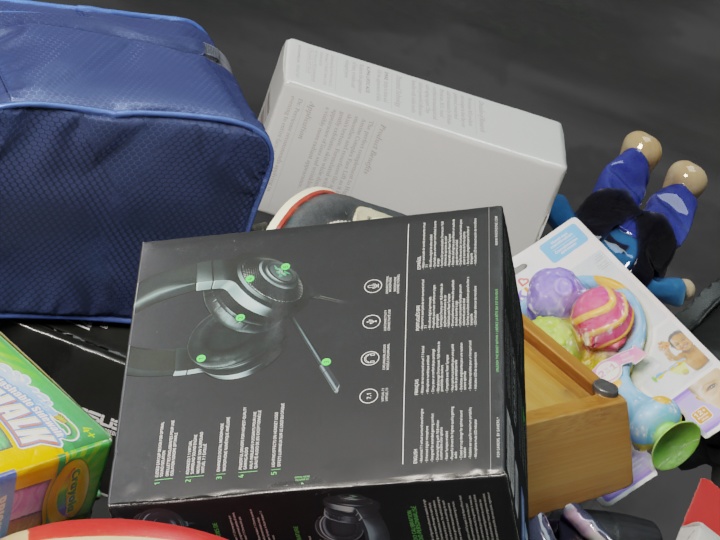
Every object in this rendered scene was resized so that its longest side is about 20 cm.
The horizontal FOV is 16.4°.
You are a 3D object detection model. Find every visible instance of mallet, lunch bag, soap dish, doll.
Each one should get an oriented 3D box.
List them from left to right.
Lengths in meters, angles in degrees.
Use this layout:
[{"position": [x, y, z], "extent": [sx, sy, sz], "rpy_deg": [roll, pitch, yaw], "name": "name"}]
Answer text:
[{"position": [-0.145, -0.063, 1.308], "extent": [0.199, 0.136, 0.133], "rpy_deg": [5, 34, -30], "name": "lunch bag"}, {"position": [0.048, 0.068, 1.457], "extent": [0.157, 0.082, 0.200], "rpy_deg": [-10, 39, -44], "name": "soap dish"}, {"position": [0.181, -0.029, 1.754], "extent": [0.136, 0.049, 0.200], "rpy_deg": [33, 35, 2], "name": "doll"}, {"position": [0.143, 0.200, 1.341], "extent": [0.065, 0.041, 0.201], "rpy_deg": [14, 32, -16], "name": "mallet"}]

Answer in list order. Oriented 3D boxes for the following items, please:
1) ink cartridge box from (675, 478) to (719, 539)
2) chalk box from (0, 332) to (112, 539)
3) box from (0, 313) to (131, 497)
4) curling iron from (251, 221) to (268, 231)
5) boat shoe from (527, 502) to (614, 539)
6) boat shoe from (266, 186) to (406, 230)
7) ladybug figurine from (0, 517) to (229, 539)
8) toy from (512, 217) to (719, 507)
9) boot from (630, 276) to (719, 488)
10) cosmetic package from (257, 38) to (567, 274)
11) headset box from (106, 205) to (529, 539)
[{"position": [0.243, 0.191, 1.375], "extent": [0.161, 0.050, 0.200], "rpy_deg": [37, 31, 1], "name": "ink cartridge box"}, {"position": [-0.205, 0.102, 1.173], "extent": [0.124, 0.124, 0.199], "rpy_deg": [37, 32, 27], "name": "chalk box"}, {"position": [-0.175, 0.016, 1.388], "extent": [0.163, 0.087, 0.200], "rpy_deg": [22, 28, -1], "name": "box"}, {"position": [-0.074, 0.009, 1.466], "extent": [0.025, 0.050, 0.200], "rpy_deg": [-11, 8, 10], "name": "curling iron"}, {"position": [0.117, 0.206, 1.195], "extent": [0.074, 0.093, 0.200], "rpy_deg": [-13, 59, -49], "name": "boat shoe"}, {"position": [0.000, 0.000, 1.354], "extent": [0.062, 0.072, 0.200], "rpy_deg": [29, 10, 20], "name": "boat shoe"}, {"position": [-0.099, 0.164, 1.119], "extent": [0.199, 0.136, 0.072], "rpy_deg": [10, 35, -11], "name": "ladybug figurine"}, {"position": [0.138, 0.043, 1.537], "extent": [0.115, 0.047, 0.200], "rpy_deg": [-33, 51, -9], "name": "toy"}, {"position": [0.261, 0.084, 1.586], "extent": [0.162, 0.074, 0.198], "rpy_deg": [32, 37, 25], "name": "boot"}, {"position": [0.028, -0.071, 1.670], "extent": [0.199, 0.102, 0.074], "rpy_deg": [17, 29, -10], "name": "cosmetic package"}, {"position": [-0.022, 0.069, 1.204], "extent": [0.198, 0.093, 0.175], "rpy_deg": [-6, 45, 7], "name": "headset box"}]
